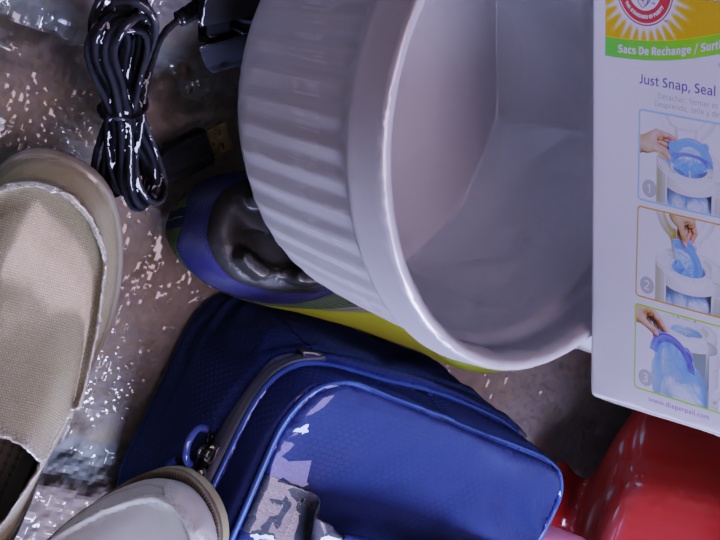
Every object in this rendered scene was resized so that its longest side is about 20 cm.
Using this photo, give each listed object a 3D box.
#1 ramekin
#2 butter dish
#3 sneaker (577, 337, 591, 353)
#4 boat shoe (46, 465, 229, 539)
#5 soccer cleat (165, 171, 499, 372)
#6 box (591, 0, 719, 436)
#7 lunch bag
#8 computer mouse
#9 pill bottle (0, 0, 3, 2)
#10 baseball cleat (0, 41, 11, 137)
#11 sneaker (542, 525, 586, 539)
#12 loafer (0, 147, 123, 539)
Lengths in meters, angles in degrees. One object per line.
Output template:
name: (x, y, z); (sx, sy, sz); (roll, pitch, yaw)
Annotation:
ramekin: (0.041, -0.069, 0.751); (0.199, 0.105, 0.202); (-16, 114, -43)
butter dish: (0.167, 0.143, 1.001); (0.200, 0.146, 0.201); (-47, 146, -62)
sneaker: (0.186, 0.028, 0.983); (0.198, 0.099, 0.079); (-3, 112, -32)
boat shoe: (-0.139, 0.159, 0.791); (0.200, 0.075, 0.068); (-41, 167, 21)
soccer cleat: (0.000, -0.001, 0.861); (0.199, 0.083, 0.065); (19, 82, -33)
box: (0.164, -0.047, 0.734); (0.112, 0.101, 0.202); (-20, 115, -41)
lunch bag: (-0.010, 0.104, 0.867); (0.199, 0.132, 0.137); (20, 98, -38)
computer mouse: (-0.038, -0.101, 0.795); (0.200, 0.046, 0.141); (-40, 157, -34)
pill bottle: (-0.083, -0.188, 0.708); (0.199, 0.111, 0.111); (-35, 125, -16)
baseball cleat: (-0.220, -0.028, 0.713); (0.106, 0.070, 0.201); (28, 93, -38)
sneaker: (0.057, 0.221, 0.951); (0.078, 0.096, 0.201); (19, 129, -14)
loafer: (-0.150, 0.048, 0.776); (0.075, 0.068, 0.202); (15, 106, -9)
